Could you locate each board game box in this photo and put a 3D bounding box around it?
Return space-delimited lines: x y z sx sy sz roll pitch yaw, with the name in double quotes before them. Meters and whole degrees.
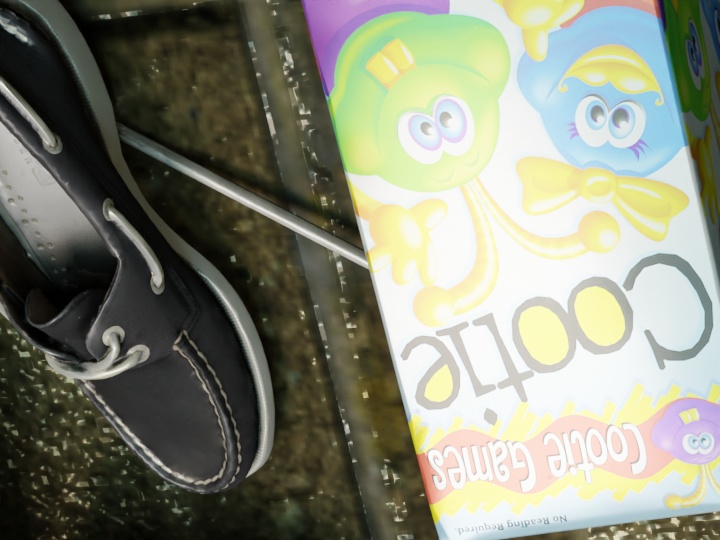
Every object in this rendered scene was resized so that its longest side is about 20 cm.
"board game box" 0.058 -0.035 0.805 0.104 0.103 0.201 -9 107 18

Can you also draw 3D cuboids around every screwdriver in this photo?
"screwdriver" 0.000 0.000 0.903 0.199 0.028 0.029 23 93 4

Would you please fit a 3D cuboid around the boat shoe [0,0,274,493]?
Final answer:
"boat shoe" -0.092 0.000 0.901 0.073 0.060 0.201 -11 117 26
